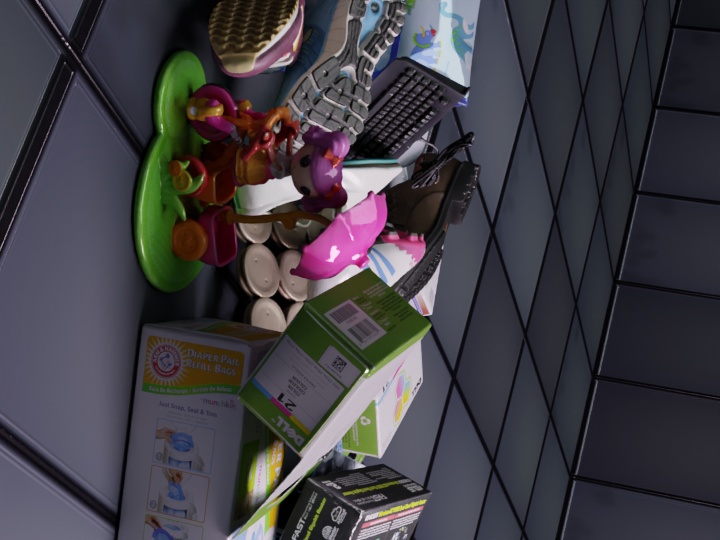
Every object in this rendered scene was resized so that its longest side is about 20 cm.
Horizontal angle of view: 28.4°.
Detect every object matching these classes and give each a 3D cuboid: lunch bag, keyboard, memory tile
[{"bbox_3d":[0.014,-0.255,1.360,0.199,0.127,0.172,11,86,-31],"label":"lunch bag"},{"bbox_3d":[0.043,-0.127,1.352,0.200,0.126,0.021,-39,-148,56],"label":"keyboard"},{"bbox_3d":[-0.061,0.030,1.319,0.153,0.017,0.202,7,71,-53],"label":"memory tile"}]

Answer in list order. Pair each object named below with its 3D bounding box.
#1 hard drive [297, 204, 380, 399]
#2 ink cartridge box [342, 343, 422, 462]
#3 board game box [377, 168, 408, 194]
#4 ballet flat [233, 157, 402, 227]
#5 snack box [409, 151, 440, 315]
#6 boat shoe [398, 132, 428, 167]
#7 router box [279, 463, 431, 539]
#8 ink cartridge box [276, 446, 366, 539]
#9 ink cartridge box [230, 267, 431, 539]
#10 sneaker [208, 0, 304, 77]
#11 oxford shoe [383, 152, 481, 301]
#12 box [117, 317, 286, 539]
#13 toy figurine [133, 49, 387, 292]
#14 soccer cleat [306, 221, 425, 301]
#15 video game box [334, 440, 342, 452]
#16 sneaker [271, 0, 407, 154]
[{"bbox_3d":[-0.028,0.037,1.431,0.132,0.026,0.202,0,78,-74],"label":"hard drive"},{"bbox_3d":[0.015,0.163,1.626,0.148,0.075,0.201,-56,148,-51],"label":"ink cartridge box"},{"bbox_3d":[0.013,-0.080,1.529,0.200,0.026,0.202,-7,89,-71],"label":"board game box"},{"bbox_3d":[-0.042,-0.073,1.312,0.199,0.069,0.070,-3,103,-44],"label":"ballet flat"},{"bbox_3d":[0.072,-0.044,1.604,0.201,0.024,0.072,-78,150,-46],"label":"snack box"},{"bbox_3d":[0.025,-0.208,1.496,0.068,0.056,0.202,-22,116,-27],"label":"boat shoe"},{"bbox_3d":[-0.018,0.262,1.300,0.151,0.062,0.200,-65,160,5],"label":"router box"},{"bbox_3d":[-0.074,0.255,1.345,0.198,0.043,0.202,42,66,-62],"label":"ink cartridge box"},{"bbox_3d":[-0.046,0.108,1.157,0.200,0.076,0.148,-52,171,21],"label":"ink cartridge box"},{"bbox_3d":[-0.078,-0.194,1.179,0.201,0.074,0.091,-79,166,-54],"label":"sneaker"},{"bbox_3d":[0.053,-0.043,1.496,0.073,0.084,0.201,99,16,-55],"label":"oxford shoe"},{"bbox_3d":[-0.126,0.146,1.192,0.112,0.100,0.202,-7,105,-70],"label":"box"},{"bbox_3d":[-0.067,-0.069,1.143,0.150,0.182,0.202,-36,131,-64],"label":"toy figurine"},{"bbox_3d":[0.000,0.000,1.357,0.200,0.069,0.087,-11,117,-64],"label":"soccer cleat"},{"bbox_3d":[-0.078,0.266,1.439,0.200,0.046,0.183,-48,145,-45],"label":"video game box"},{"bbox_3d":[-0.033,-0.174,1.258,0.078,0.090,0.201,38,74,-34],"label":"sneaker"}]
